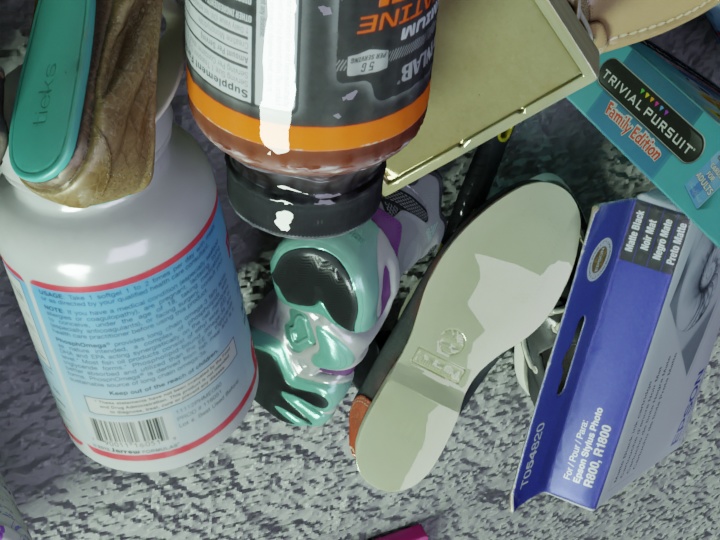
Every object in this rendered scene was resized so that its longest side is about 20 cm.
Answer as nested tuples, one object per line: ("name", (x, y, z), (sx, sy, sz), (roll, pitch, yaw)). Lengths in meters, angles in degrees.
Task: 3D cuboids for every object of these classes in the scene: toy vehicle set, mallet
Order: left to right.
("toy vehicle set", (0.005, -0.138, 0.648), (0.123, 0.027, 0.200), (-26, 118, 25))
("mallet", (0.060, -0.008, 0.868), (0.065, 0.041, 0.202), (12, 115, -36))

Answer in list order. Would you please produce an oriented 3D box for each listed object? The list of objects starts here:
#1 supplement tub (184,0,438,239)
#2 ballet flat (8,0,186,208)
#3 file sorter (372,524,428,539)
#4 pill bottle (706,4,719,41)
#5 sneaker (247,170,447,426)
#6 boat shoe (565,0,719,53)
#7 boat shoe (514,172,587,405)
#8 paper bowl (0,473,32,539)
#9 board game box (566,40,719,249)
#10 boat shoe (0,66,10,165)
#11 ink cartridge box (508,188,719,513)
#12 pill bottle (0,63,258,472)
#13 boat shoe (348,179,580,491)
("supplement tub", (-0.019, -0.114, 0.587), (0.106, 0.107, 0.202), (-14, 131, -21))
("ballet flat", (-0.097, -0.124, 0.596), (0.072, 0.067, 0.203), (12, 80, -55))
("file sorter", (-0.023, 0.295, 0.999), (0.198, 0.126, 0.140), (-15, 132, -21))
("pill bottle", (0.237, -0.162, 0.783), (0.108, 0.109, 0.200), (-39, 136, 3))
("sneaker", (0.000, 0.000, 0.811), (0.140, 0.078, 0.200), (-50, 178, -33))
("boat shoe", (0.089, -0.124, 0.702), (0.198, 0.065, 0.072), (-13, 120, 19))
("boat shoe", (0.127, 0.028, 0.916), (0.073, 0.060, 0.201), (-23, 134, -14))
("paper bowl", (-0.270, 0.160, 0.740), (0.199, 0.105, 0.202), (-22, 143, -18))
("board game box", (0.196, -0.061, 0.785), (0.150, 0.201, 0.047), (21, 114, -41))
("boat shoe", (-0.208, -0.028, 0.623), (0.074, 0.074, 0.200), (-6, 150, -38))
("ink cartridge box", (0.175, 0.043, 0.891), (0.199, 0.040, 0.202), (-18, 126, -54))
("pill bottle", (-0.116, -0.004, 0.708), (0.108, 0.109, 0.202), (-22, 134, -14))
("boat shoe", (0.056, 0.033, 0.831), (0.071, 0.063, 0.201), (29, 101, -8))
